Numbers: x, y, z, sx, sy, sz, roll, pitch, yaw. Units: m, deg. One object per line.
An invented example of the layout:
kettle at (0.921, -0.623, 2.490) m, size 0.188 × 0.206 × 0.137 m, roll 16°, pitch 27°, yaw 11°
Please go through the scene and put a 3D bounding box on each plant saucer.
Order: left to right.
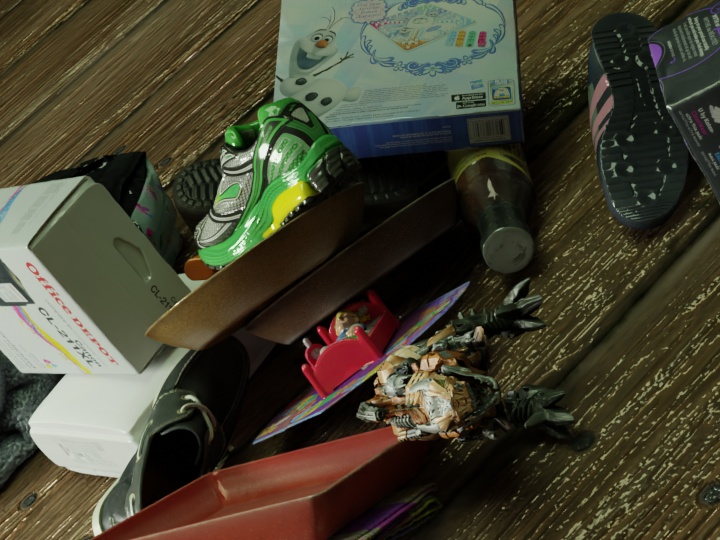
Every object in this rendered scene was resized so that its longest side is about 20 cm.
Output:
plant saucer at (-0.063, 0.157, 1.178) m, size 0.199 × 0.037 × 0.200 m, roll -17°, pitch 3°, yaw 26°
plant saucer at (-0.070, 0.006, 1.325) m, size 0.200 × 0.036 × 0.200 m, roll -35°, pitch -2°, yaw -2°
plant saucer at (0.000, 0.000, 1.369) m, size 0.200 × 0.035 × 0.200 m, roll -35°, pitch -3°, yaw -2°

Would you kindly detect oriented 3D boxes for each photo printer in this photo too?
photo printer at (-0.162, 0.079, 1.465) m, size 0.166 × 0.070 × 0.200 m, roll -1°, pitch 43°, yaw 49°

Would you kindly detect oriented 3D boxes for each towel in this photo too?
towel at (-0.043, 0.183, 1.120) m, size 0.143 × 0.023 × 0.200 m, roll -18°, pitch 2°, yaw 27°

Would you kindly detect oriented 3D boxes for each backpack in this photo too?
backpack at (-0.250, -0.023, 1.668) m, size 0.166 × 0.127 × 0.200 m, roll -8°, pitch 32°, yaw 16°

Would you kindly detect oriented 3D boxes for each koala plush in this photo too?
koala plush at (-0.380, 0.084, 1.562) m, size 0.184 × 0.200 × 0.177 m, roll -46°, pitch 28°, yaw -21°

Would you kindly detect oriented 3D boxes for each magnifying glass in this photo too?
magnifying glass at (-0.111, -0.016, 1.517) m, size 0.079 × 0.023 × 0.200 m, roll -4°, pitch 9°, yaw 11°

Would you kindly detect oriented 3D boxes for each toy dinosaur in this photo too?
toy dinosaur at (0.055, 0.069, 1.150) m, size 0.135 × 0.103 × 0.200 m, roll -16°, pitch 22°, yaw -14°

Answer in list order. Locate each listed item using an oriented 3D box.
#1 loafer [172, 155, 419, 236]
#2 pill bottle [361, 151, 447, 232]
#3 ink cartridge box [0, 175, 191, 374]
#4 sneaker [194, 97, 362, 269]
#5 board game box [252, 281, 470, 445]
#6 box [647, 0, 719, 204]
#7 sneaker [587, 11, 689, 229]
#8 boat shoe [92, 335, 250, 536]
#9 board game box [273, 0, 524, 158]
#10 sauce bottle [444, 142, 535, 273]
loafer at (-0.052, -0.059, 1.440) m, size 0.198 × 0.071 × 0.073 m, roll -3°, pitch 52°, yaw -4°
pill bottle at (0.005, -0.104, 1.522) m, size 0.200 × 0.112 × 0.111 m, roll -39°, pitch 27°, yaw -9°
ink cartridge box at (-0.250, 0.007, 1.442) m, size 0.199 × 0.146 × 0.083 m, roll -3°, pitch 41°, yaw 52°
sneaker at (-0.073, -0.066, 1.318) m, size 0.078 × 0.085 × 0.200 m, roll -32°, pitch -5°, yaw -38°
board game box at (-0.012, 0.054, 1.283) m, size 0.158 × 0.039 × 0.200 m, roll -40°, pitch 4°, yaw -30°
box at (0.316, -0.145, 1.237) m, size 0.199 × 0.106 × 0.123 m, roll -27°, pitch 27°, yaw 17°
sneaker at (0.210, -0.100, 1.349) m, size 0.070 × 0.082 × 0.201 m, roll 1°, pitch 54°, yaw 3°
boat shoe at (-0.129, 0.126, 1.333) m, size 0.068 × 0.072 × 0.201 m, roll -39°, pitch 19°, yaw 52°
board game box at (0.031, -0.175, 1.452) m, size 0.198 × 0.044 × 0.200 m, roll -4°, pitch 47°, yaw 7°
sauce bottle at (0.105, -0.063, 1.399) m, size 0.066 × 0.066 × 0.200 m, roll -28°, pitch 30°, yaw 13°
